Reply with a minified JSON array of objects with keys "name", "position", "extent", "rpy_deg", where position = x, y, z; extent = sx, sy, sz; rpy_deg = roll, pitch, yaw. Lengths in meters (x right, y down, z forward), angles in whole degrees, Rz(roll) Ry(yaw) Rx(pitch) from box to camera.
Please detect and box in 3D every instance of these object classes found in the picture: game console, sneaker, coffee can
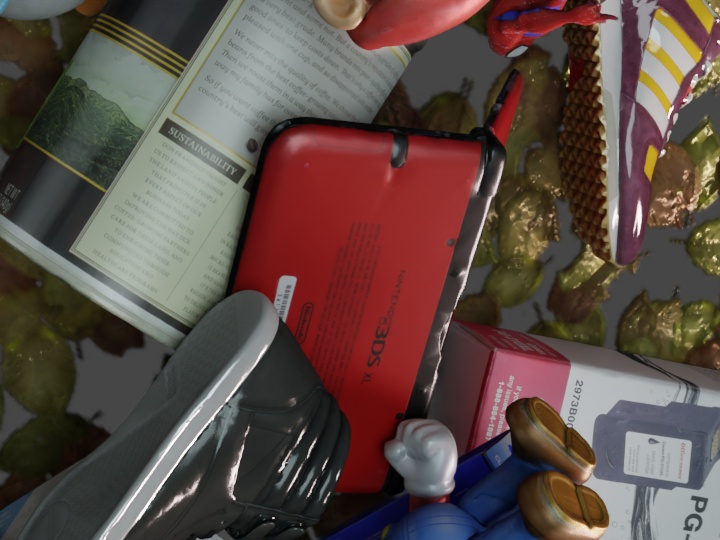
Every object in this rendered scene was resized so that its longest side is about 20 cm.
[{"name":"game console","position":[0.000,0.000,1.022],"extent":[0.171,0.119,0.201],"rpy_deg":[4,117,-22]},{"name":"sneaker","position":[-0.080,0.115,0.928],"extent":[0.200,0.071,0.099],"rpy_deg":[-50,120,-7]},{"name":"sneaker","position":[0.161,-0.102,1.113],"extent":[0.090,0.075,0.201],"rpy_deg":[-5,102,-14]},{"name":"coffee can","position":[-0.078,-0.073,1.003],"extent":[0.146,0.146,0.201],"rpy_deg":[33,88,-19]}]

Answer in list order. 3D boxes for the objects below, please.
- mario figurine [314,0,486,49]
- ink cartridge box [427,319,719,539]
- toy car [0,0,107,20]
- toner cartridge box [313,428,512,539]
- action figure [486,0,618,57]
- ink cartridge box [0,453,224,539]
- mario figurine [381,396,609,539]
[{"name":"mario figurine","position":[-0.025,-0.176,0.871],"extent":[0.199,0.106,0.124],"rpy_deg":[27,92,-3]},{"name":"ink cartridge box","position":[0.136,0.121,1.134],"extent":[0.199,0.084,0.146],"rpy_deg":[11,96,-18]},{"name":"toy car","position":[-0.179,-0.190,0.967],"extent":[0.199,0.184,0.178],"rpy_deg":[1,99,-47]},{"name":"toner cartridge box","position":[0.019,0.171,1.058],"extent":[0.200,0.043,0.095],"rpy_deg":[-32,89,28]},{"name":"action figure","position":[0.110,-0.158,1.031],"extent":[0.051,0.200,0.066],"rpy_deg":[24,64,-12]},{"name":"ink cartridge box","position":[-0.148,0.219,0.989],"extent":[0.125,0.128,0.201],"rpy_deg":[37,49,-21]},{"name":"mario figurine","position":[0.017,0.142,0.959],"extent":[0.200,0.123,0.106],"rpy_deg":[-43,84,22]}]
